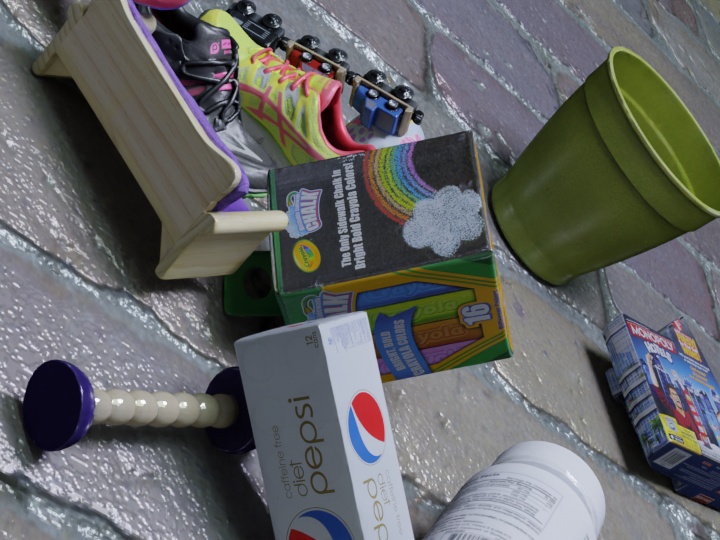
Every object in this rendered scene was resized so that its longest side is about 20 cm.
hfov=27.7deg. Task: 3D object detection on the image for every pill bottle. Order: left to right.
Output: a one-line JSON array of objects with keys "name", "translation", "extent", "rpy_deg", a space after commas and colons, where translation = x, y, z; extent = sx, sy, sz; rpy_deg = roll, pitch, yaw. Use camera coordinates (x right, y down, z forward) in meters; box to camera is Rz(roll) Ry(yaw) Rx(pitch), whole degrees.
[{"name": "pill bottle", "translation": [0.100, 0.206, 1.015], "extent": [0.114, 0.113, 0.200], "rpy_deg": [53, 33, -1]}]

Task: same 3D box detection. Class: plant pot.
[{"name": "plant pot", "translation": [0.244, -0.088, 1.491], "extent": [0.200, 0.192, 0.202], "rpy_deg": [37, 32, -28]}]

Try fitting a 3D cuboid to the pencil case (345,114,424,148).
[{"name": "pencil case", "translation": [0.031, -0.041, 1.228], "extent": [0.091, 0.082, 0.202], "rpy_deg": [53, 20, -50]}]

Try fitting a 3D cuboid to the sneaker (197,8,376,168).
[{"name": "sneaker", "translation": [-0.057, -0.141, 1.195], "extent": [0.201, 0.090, 0.078], "rpy_deg": [51, 30, -2]}]

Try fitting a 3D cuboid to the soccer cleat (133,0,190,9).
[{"name": "soccer cleat", "translation": [-0.194, -0.252, 1.074], "extent": [0.198, 0.067, 0.076], "rpy_deg": [30, 9, 13]}]

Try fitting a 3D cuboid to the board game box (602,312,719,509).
[{"name": "board game box", "translation": [0.318, 0.128, 1.509], "extent": [0.199, 0.061, 0.202], "rpy_deg": [26, 38, -42]}]

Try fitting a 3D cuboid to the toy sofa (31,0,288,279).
[{"name": "toy sofa", "translation": [-0.131, -0.099, 1.005], "extent": [0.082, 0.098, 0.201], "rpy_deg": [-3, 54, -57]}]

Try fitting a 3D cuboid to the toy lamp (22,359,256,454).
[{"name": "toy lamp", "translation": [-0.113, 0.084, 0.895], "extent": [0.199, 0.058, 0.059], "rpy_deg": [11, 49, -54]}]

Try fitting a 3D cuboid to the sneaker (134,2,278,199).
[{"name": "sneaker", "translation": [-0.124, -0.140, 1.097], "extent": [0.201, 0.083, 0.077], "rpy_deg": [54, 29, 0]}]

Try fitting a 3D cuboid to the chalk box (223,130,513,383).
[{"name": "chalk box", "translation": [0.000, 0.000, 1.058], "extent": [0.125, 0.197, 0.126], "rpy_deg": [72, 9, -48]}]

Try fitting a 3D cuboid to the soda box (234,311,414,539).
[{"name": "soda box", "translation": [-0.017, 0.132, 0.910], "extent": [0.063, 0.067, 0.203], "rpy_deg": [-12, 90, -60]}]

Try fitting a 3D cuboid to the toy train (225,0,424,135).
[{"name": "toy train", "translation": [-0.036, -0.171, 1.241], "extent": [0.198, 0.034, 0.046], "rpy_deg": [30, 51, 12]}]
